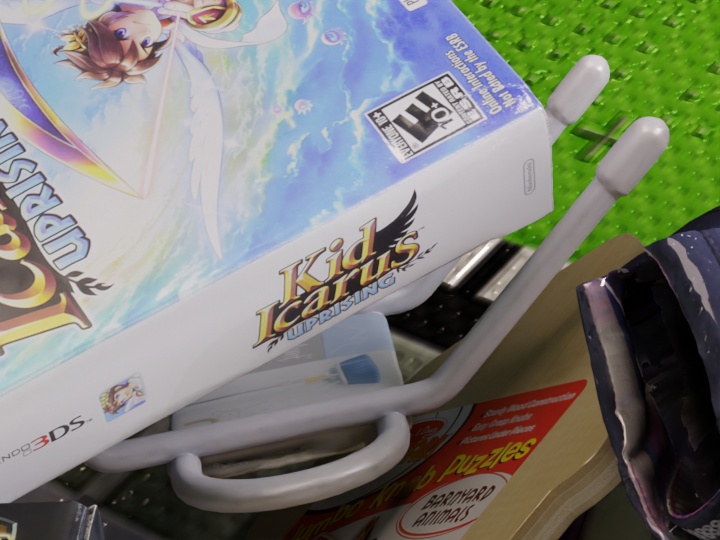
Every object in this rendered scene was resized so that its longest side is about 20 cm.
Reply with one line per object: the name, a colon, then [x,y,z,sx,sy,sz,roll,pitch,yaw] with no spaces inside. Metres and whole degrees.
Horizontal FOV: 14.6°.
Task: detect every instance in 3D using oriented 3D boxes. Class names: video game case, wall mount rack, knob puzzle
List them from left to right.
video game case: [-0.079,-0.050,0.735,0.181,0.046,0.200,-29,54,-14]
wall mount rack: [0.000,0.000,0.805,0.173,0.075,0.200,-12,14,0]
knob puzzle: [0.023,0.067,0.758,0.219,0.030,0.220,-41,12,10]

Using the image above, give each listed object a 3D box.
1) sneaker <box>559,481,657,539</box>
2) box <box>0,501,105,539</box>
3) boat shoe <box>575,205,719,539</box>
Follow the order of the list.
sneaker: [0.091,0.095,0.731,0.099,0.075,0.200,27,30,-5]
box: [-0.152,0.133,0.686,0.199,0.160,0.046,-3,34,6]
boat shoe: [0.113,0.074,0.643,0.092,0.201,0.075,-10,-16,-36]
